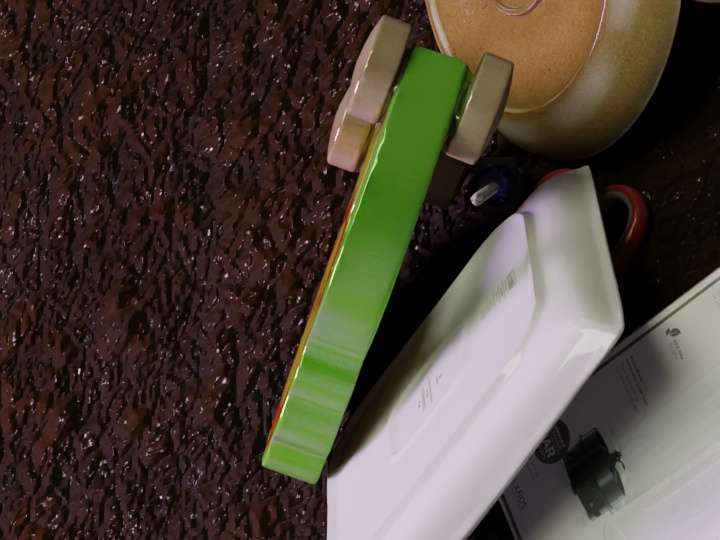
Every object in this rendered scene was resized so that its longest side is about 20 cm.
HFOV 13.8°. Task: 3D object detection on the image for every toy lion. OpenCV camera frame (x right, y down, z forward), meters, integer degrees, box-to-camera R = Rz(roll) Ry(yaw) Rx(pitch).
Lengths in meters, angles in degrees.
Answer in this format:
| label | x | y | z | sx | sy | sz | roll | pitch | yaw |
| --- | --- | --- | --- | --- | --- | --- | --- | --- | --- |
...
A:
| label | x | y | z | sx | sy | sz | roll | pitch | yaw |
| --- | --- | --- | --- | --- | --- | --- | --- | --- | --- |
| toy lion | 0.000 | 0.000 | 1.341 | 0.200 | 0.068 | 0.193 | 118 | 171 | -80 |

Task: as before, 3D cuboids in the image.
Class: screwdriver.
| label | x | y | z | sx | sy | sz | roll | pitch | yaw |
| --- | --- | --- | --- | --- | --- | --- | --- | --- | --- |
| screwdriver | 0.057 | -0.040 | 1.304 | 0.028 | 0.200 | 0.029 | -3 | 89 | 6 |

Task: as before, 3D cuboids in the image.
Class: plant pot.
| label | x | y | z | sx | sy | sz | roll | pitch | yaw |
| --- | --- | --- | --- | --- | --- | --- | --- | --- | --- |
| plant pot | 0.079 | -0.150 | 1.366 | 0.200 | 0.027 | 0.201 | 19 | 112 | 58 |

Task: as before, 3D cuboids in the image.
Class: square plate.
| label | x | y | z | sx | sy | sz | roll | pitch | yaw |
| --- | --- | --- | --- | --- | --- | --- | --- | --- | --- |
| square plate | 0.039 | 0.057 | 1.284 | 0.198 | 0.028 | 0.200 | -54 | 13 | 17 |

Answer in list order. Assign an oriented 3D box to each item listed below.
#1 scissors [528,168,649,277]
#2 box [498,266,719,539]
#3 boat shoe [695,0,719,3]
| label | x | y | z | sx | sy | sz | roll | pitch | yaw |
| --- | --- | --- | --- | --- | --- | --- | --- | --- | --- |
| scissors | 0.083 | 0.048 | 1.341 | 0.073 | 0.014 | 0.201 | 2 | 72 | 43 |
| box | 0.156 | 0.070 | 1.214 | 0.200 | 0.060 | 0.117 | -40 | 52 | 22 |
| boat shoe | 0.155 | -0.159 | 1.335 | 0.200 | 0.072 | 0.073 | 12 | 105 | 56 |
